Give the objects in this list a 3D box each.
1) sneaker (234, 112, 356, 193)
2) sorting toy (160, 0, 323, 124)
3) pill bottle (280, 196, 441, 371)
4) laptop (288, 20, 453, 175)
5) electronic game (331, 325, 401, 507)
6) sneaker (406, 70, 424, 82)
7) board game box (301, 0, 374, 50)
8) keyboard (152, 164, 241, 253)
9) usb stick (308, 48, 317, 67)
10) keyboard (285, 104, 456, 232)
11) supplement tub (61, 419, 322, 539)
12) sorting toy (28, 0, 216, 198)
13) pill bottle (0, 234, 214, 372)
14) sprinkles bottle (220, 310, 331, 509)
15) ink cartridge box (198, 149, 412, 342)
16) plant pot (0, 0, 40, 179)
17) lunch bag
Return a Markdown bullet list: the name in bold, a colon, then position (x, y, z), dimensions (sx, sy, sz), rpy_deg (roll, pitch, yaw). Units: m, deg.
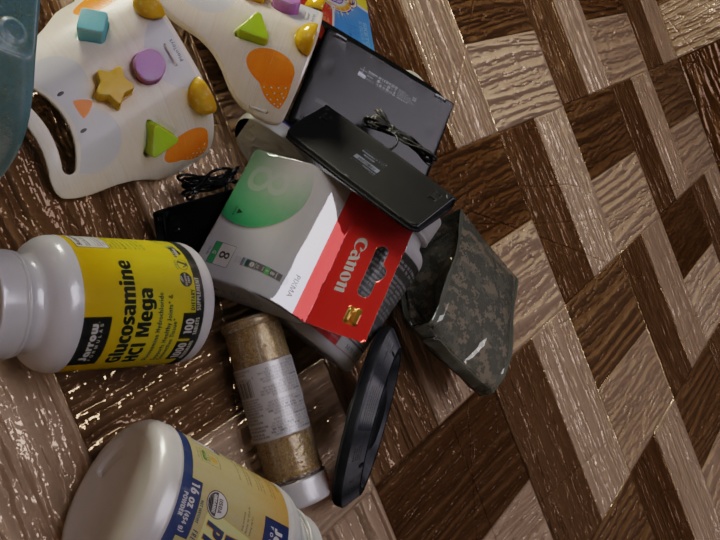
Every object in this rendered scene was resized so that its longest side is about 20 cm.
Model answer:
- **sneaker**: position (-0.050, -0.160, 1.032), dimensions (0.198, 0.080, 0.148), rpy_deg (35, 48, -16)
- **sorting toy**: position (-0.140, -0.289, 0.952), dimensions (0.177, 0.108, 0.202), rpy_deg (24, 33, -15)
- **pill bottle**: position (0.000, 0.000, 0.945), dimensions (0.114, 0.113, 0.202), rpy_deg (41, 80, -30)
- **laptop**: position (0.010, -0.214, 1.056), dimensions (0.184, 0.116, 0.204), rpy_deg (26, 72, -15)
- **electronic game**: position (0.005, 0.161, 0.926), dimensions (0.200, 0.041, 0.205), rpy_deg (16, 89, -82)
- **sneaker**: position (0.003, -0.221, 1.150), dimensions (0.196, 0.085, 0.076), rpy_deg (-8, 51, -29)
- **board game box**: position (-0.054, -0.396, 1.172), dimensions (0.151, 0.040, 0.205), rpy_deg (6, 71, -49)
- **keyboard**: position (-0.157, -0.065, 0.925), dimensions (0.199, 0.039, 0.107), rpy_deg (-25, 117, -53)
- **usb stick**: position (0.006, -0.279, 1.184), dimensions (0.198, 0.055, 0.033), rpy_deg (5, 70, -49)
- **keyboard**: position (0.021, -0.122, 0.920), dimensions (0.199, 0.021, 0.126), rpy_deg (39, 52, 21)
- **supplement tub**: position (-0.139, 0.235, 0.722), dimensions (0.199, 0.143, 0.147), rpy_deg (38, 48, -33)
- **sorting toy**: position (-0.253, -0.166, 0.812), dimensions (0.179, 0.106, 0.203), rpy_deg (-40, 106, -30)
- **pill bottle**: position (-0.233, 0.029, 0.720), dimensions (0.198, 0.111, 0.115), rpy_deg (1, 73, -50)
- **sprinkles bottle**: position (-0.089, 0.147, 0.879), dimensions (0.068, 0.067, 0.205), rpy_deg (-13, 85, -51)
- **ink cartridge box**: position (-0.058, -0.030, 0.871), dimensions (0.163, 0.196, 0.050), rpy_deg (-65, 156, -24)
- **plant pot**: position (-0.334, -0.184, 0.614), dimensions (0.193, 0.198, 0.201), rpy_deg (16, 63, -43)
- **lunch bag**: position (0.132, 0.053, 1.148), dimensions (0.164, 0.116, 0.203), rpy_deg (44, 40, -30)
